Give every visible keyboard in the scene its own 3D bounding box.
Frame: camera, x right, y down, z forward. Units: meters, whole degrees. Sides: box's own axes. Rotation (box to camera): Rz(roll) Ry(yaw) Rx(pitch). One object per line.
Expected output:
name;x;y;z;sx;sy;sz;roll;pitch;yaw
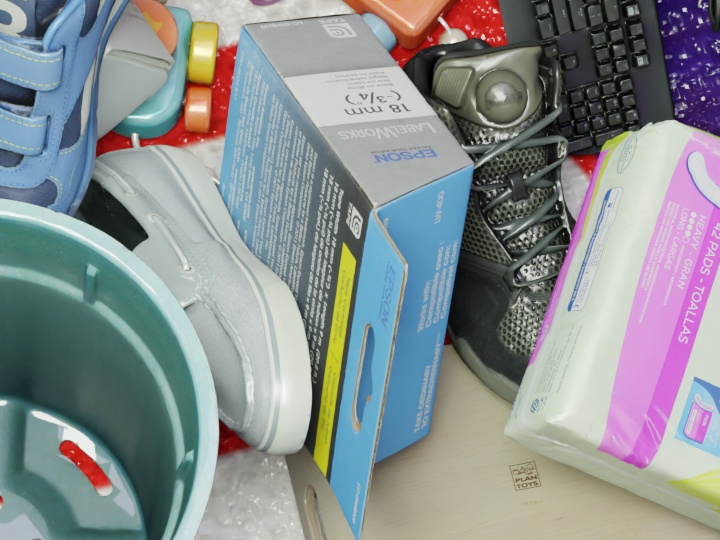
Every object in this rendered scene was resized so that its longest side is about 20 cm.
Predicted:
keyboard;0.123;-0.155;1.399;0.127;0.021;0.201;-18;115;-9

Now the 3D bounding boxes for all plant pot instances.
plant pot;-0.163;0.097;1.267;0.199;0.196;0.201;2;71;-4

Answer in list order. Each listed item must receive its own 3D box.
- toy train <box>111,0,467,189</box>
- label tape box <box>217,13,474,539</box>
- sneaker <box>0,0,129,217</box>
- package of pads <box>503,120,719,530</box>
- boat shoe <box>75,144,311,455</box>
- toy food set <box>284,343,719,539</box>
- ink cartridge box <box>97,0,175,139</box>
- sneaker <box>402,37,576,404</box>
toy train;-0.047;-0.119;1.420;0.150;0.056;0.200;43;74;10
label tape box;0.000;0.000;1.291;0.063;0.145;0.200;-6;36;-22
sneaker;-0.145;-0.092;1.264;0.074;0.082;0.201;19;98;14
package of pads;0.179;0.036;1.304;0.199;0.068;0.155;25;73;-15
boat shoe;-0.083;0.014;1.313;0.071;0.070;0.201;-3;37;-26
toy food set;0.073;0.106;1.362;0.199;0.060;0.144;-10;61;-8
ink cartridge box;-0.204;-0.129;1.370;0.145;0.087;0.200;-38;79;14
sneaker;0.068;-0.026;1.344;0.076;0.114;0.200;-17;59;-15
